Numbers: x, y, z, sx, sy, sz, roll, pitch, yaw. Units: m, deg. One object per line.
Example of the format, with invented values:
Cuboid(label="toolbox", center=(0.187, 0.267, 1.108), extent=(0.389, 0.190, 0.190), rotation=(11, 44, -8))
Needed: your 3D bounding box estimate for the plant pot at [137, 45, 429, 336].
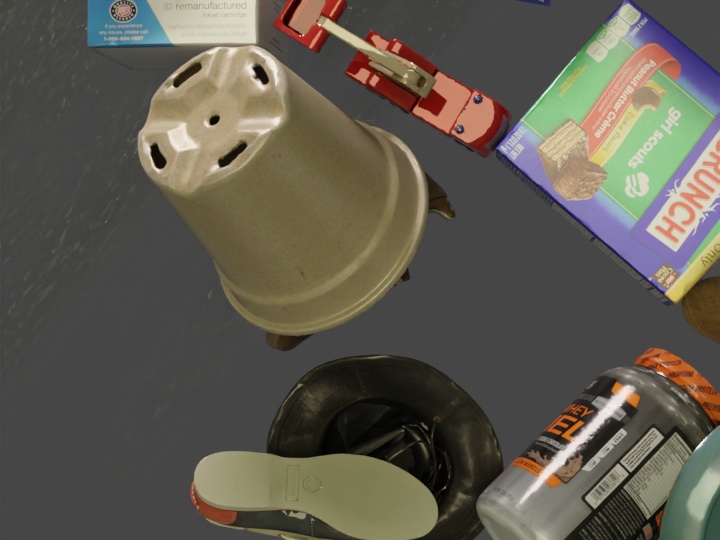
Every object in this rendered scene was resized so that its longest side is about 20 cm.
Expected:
Cuboid(label="plant pot", center=(-0.073, -0.077, 1.258), extent=(0.200, 0.183, 0.201), rotation=(-14, 56, 23))

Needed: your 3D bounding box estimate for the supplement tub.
Cuboid(label="supplement tub", center=(0.201, 0.164, 1.280), extent=(0.200, 0.123, 0.123), rotation=(-43, 85, -14))

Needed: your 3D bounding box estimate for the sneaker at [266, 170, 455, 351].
Cuboid(label="sneaker", center=(0.000, 0.000, 1.347), extent=(0.076, 0.070, 0.200), rotation=(37, 95, 4))

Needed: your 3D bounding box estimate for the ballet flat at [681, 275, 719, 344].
Cuboid(label="ballet flat", center=(0.366, 0.051, 1.300), extent=(0.200, 0.072, 0.068), rotation=(21, 93, 7))

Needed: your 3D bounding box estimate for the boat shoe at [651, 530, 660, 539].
Cuboid(label="boat shoe", center=(0.295, 0.207, 1.314), extent=(0.076, 0.060, 0.200), rotation=(39, 94, 6))

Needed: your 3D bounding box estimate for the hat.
Cuboid(label="hat", center=(0.022, 0.151, 1.339), extent=(0.200, 0.081, 0.201), rotation=(1, 106, 2))

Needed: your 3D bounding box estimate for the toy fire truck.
Cuboid(label="toy fire truck", center=(0.033, -0.164, 1.307), extent=(0.200, 0.141, 0.049), rotation=(32, 94, 6))

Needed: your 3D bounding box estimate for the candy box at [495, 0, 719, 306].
Cuboid(label="candy box", center=(0.240, -0.096, 1.314), extent=(0.200, 0.077, 0.169), rotation=(41, 94, 4))

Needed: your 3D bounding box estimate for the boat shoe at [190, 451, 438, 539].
Cuboid(label="boat shoe", center=(-0.038, 0.189, 1.279), extent=(0.200, 0.063, 0.071), rotation=(7, 57, -2))

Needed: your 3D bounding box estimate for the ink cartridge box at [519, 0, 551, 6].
Cuboid(label="ink cartridge box", center=(0.119, -0.292, 1.268), extent=(0.094, 0.200, 0.044), rotation=(11, 67, 7))

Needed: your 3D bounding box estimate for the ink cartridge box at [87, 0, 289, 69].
Cuboid(label="ink cartridge box", center=(-0.141, -0.277, 1.327), extent=(0.147, 0.145, 0.200), rotation=(0, 89, 8))

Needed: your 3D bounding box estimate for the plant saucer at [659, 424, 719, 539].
Cuboid(label="plant saucer", center=(0.330, 0.205, 1.271), extent=(0.200, 0.027, 0.200), rotation=(-7, 107, -25))
